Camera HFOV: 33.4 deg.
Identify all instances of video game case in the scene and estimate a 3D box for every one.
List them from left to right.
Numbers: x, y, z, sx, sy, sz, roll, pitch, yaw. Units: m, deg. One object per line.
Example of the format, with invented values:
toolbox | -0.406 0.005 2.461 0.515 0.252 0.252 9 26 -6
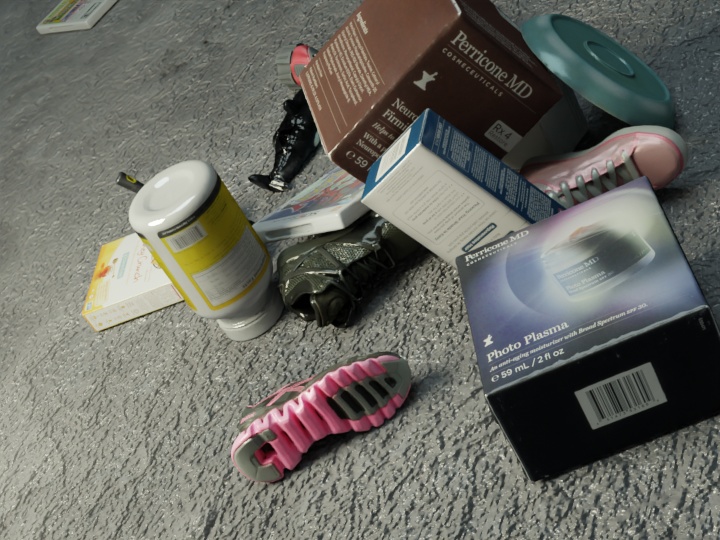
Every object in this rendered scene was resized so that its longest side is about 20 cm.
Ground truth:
video game case | -0.562 -0.568 2.508 0.181 0.022 0.201 5 50 41
video game case | -0.021 -0.092 1.421 0.181 0.023 0.200 -9 22 47

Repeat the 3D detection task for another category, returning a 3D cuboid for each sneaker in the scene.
sneaker | -0.043 0.130 1.208 0.198 0.080 0.096 -27 23 5
sneaker | 0.000 0.000 1.326 0.197 0.077 0.115 -21 43 12
sneaker | 0.237 -0.080 1.235 0.199 0.076 0.105 -11 34 40

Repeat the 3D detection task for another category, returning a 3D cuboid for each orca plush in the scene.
orca plush | -0.101 -0.198 1.648 0.104 0.071 0.201 5 49 41

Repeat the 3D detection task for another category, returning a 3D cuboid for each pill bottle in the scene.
pill bottle | -0.168 -0.017 1.362 0.111 0.201 0.113 -20 36 15

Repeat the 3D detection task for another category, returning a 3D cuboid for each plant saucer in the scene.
plant saucer | 0.263 -0.220 1.297 0.028 0.198 0.201 -57 24 28

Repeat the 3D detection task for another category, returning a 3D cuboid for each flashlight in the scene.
flashlight | -0.028 -0.300 1.730 0.198 0.068 0.069 0 70 33

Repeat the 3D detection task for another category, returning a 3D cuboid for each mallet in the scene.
mallet | -0.209 -0.073 1.489 0.041 0.199 0.066 -50 13 32

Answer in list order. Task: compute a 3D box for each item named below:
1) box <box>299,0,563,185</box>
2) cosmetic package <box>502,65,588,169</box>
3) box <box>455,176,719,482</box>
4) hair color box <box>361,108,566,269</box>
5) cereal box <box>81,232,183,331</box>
box | 0.068 -0.193 1.256 0.200 0.165 0.165 -45 37 21
cosmetic package | 0.152 -0.184 1.400 0.198 0.113 0.081 7 50 41
box | 0.203 0.047 1.066 0.198 0.124 0.199 -23 34 12
hair color box | 0.110 -0.059 1.180 0.100 0.199 0.061 -41 22 40
cereal box | -0.260 -0.009 1.566 0.198 0.040 0.145 -20 36 17
